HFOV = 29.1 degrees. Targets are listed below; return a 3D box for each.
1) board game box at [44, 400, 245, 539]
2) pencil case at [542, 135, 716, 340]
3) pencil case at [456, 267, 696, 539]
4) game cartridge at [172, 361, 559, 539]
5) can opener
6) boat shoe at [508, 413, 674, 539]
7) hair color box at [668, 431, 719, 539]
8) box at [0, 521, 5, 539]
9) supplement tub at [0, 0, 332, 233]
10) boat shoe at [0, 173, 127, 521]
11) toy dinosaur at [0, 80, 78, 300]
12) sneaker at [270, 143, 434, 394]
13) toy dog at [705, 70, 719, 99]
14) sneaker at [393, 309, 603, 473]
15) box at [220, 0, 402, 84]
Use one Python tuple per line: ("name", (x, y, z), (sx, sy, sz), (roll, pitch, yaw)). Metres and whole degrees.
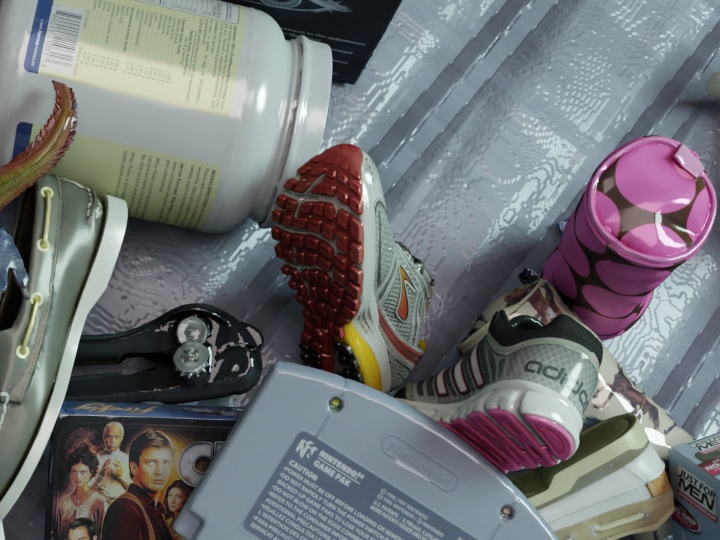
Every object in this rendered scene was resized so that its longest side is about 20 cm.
("board game box", (-0.089, 0.151, 0.839), (0.199, 0.035, 0.136), (3, 97, -14))
("pencil case", (0.172, -0.021, 0.899), (0.093, 0.200, 0.091), (-35, 80, -9))
("pencil case", (0.154, 0.093, 0.921), (0.078, 0.089, 0.200), (-44, 92, 8))
("game cartridge", (0.009, 0.145, 0.806), (0.199, 0.041, 0.133), (33, 96, -4))
("can opener", (-0.157, 0.062, 0.857), (0.199, 0.079, 0.064), (-7, 68, -6))
("boat shoe", (0.099, 0.167, 0.862), (0.199, 0.075, 0.069), (-29, 97, 12))
("hair color box", (0.256, 0.196, 0.879), (0.099, 0.061, 0.201), (-16, 113, -19))
("box", (-0.221, 0.201, 0.812), (0.041, 0.039, 0.201), (-7, 76, -17))
("supplement tub", (-0.129, -0.104, 0.870), (0.199, 0.145, 0.146), (12, 71, -12))
("boat shoe", (-0.194, 0.042, 0.793), (0.060, 0.072, 0.203), (24, 74, -26))
("toy dinosaur", (-0.247, 0.007, 0.792), (0.105, 0.181, 0.200), (55, 51, -11))
("sneaker", (0.000, 0.000, 0.867), (0.078, 0.201, 0.082), (32, 55, 32))
("toy dog", (0.352, -0.055, 1.008), (0.193, 0.139, 0.201), (15, 64, -49))
("sneaker", (0.084, 0.072, 0.849), (0.074, 0.200, 0.088), (39, 68, -12))
("box", (-0.044, -0.217, 0.896), (0.147, 0.200, 0.105), (10, 72, -12))
